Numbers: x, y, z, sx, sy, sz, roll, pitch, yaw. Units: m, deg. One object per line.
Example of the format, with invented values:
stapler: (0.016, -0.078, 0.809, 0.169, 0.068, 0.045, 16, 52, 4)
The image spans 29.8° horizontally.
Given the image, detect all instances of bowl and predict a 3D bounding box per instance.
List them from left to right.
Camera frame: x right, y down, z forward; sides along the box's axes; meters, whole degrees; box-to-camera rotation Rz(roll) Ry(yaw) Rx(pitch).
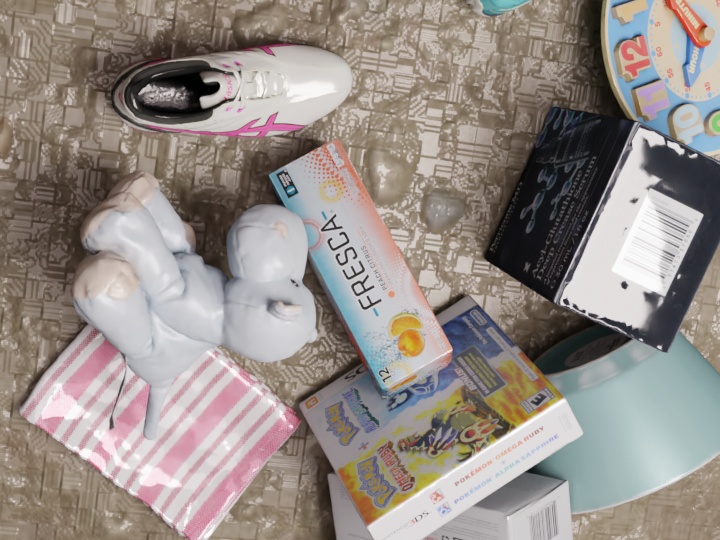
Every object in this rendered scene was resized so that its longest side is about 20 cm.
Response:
bowl: (0.211, 0.109, 1.137, 0.199, 0.201, 0.106, -27, 97, -5)

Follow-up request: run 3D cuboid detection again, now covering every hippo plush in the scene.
hippo plush: (-0.118, 0.019, 1.034, 0.159, 0.159, 0.203, -3, 77, 14)

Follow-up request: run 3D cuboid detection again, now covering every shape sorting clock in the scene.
shape sorting clock: (0.284, -0.198, 1.147, 0.198, 0.039, 0.203, -1, 92, -26)

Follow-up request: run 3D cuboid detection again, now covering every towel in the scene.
towel: (-0.167, 0.122, 1.147, 0.199, 0.030, 0.147, 40, 90, -15)

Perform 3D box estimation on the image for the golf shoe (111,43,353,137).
golf shoe: (-0.098, -0.139, 1.080, 0.197, 0.092, 0.074, -9, 101, -11)

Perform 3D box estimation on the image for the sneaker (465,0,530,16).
sneaker: (0.173, -0.274, 1.113, 0.199, 0.080, 0.078, -39, 105, -3)

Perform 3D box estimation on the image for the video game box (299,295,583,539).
video game box: (0.057, 0.120, 1.101, 0.181, 0.200, 0.047, -34, 119, -3)

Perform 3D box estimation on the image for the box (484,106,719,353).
box: (0.200, -0.040, 1.099, 0.106, 0.200, 0.150, 23, 95, -13)

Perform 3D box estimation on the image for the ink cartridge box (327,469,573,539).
ink cartridge box: (0.077, 0.254, 1.128, 0.083, 0.198, 0.178, -18, 107, -44)

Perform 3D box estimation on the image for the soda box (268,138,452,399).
soda box: (0.000, 0.000, 1.098, 0.068, 0.064, 0.202, -27, 77, -5)
